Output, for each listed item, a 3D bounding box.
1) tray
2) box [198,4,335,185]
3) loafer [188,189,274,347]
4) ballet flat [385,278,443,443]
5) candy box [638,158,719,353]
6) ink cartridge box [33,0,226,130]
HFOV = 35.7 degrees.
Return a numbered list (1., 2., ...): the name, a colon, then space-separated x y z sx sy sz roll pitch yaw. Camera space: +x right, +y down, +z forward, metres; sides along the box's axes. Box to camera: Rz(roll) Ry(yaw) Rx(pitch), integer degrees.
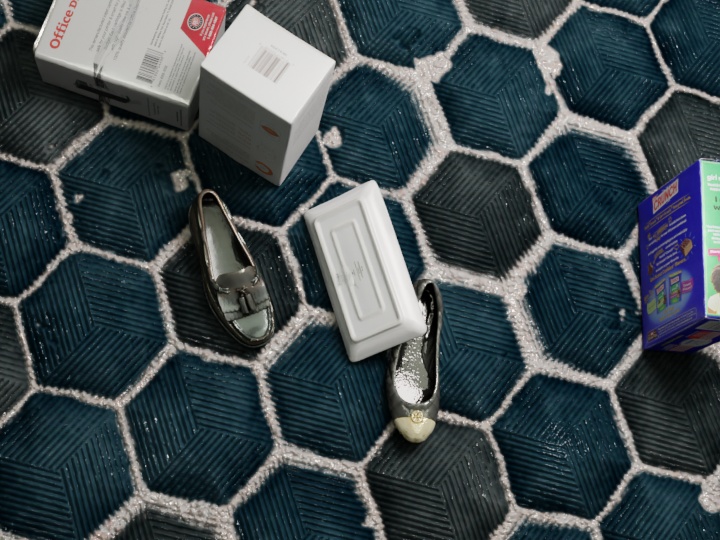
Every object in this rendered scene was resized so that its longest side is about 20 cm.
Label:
1. tray: 0.000 0.000 1.355 0.107 0.022 0.200 -24 75 23
2. box: -0.116 -0.203 1.335 0.124 0.200 0.098 33 71 1
3. loafer: -0.159 -0.004 1.341 0.072 0.063 0.200 -21 78 -14
4. ballet flat: 0.066 0.106 1.346 0.066 0.057 0.201 4 73 -6
5. candy box: 0.412 -0.014 1.375 0.077 0.169 0.201 5 73 -11
6. ink cartridge box: -0.285 -0.281 1.394 0.200 0.084 0.145 19 73 -4
